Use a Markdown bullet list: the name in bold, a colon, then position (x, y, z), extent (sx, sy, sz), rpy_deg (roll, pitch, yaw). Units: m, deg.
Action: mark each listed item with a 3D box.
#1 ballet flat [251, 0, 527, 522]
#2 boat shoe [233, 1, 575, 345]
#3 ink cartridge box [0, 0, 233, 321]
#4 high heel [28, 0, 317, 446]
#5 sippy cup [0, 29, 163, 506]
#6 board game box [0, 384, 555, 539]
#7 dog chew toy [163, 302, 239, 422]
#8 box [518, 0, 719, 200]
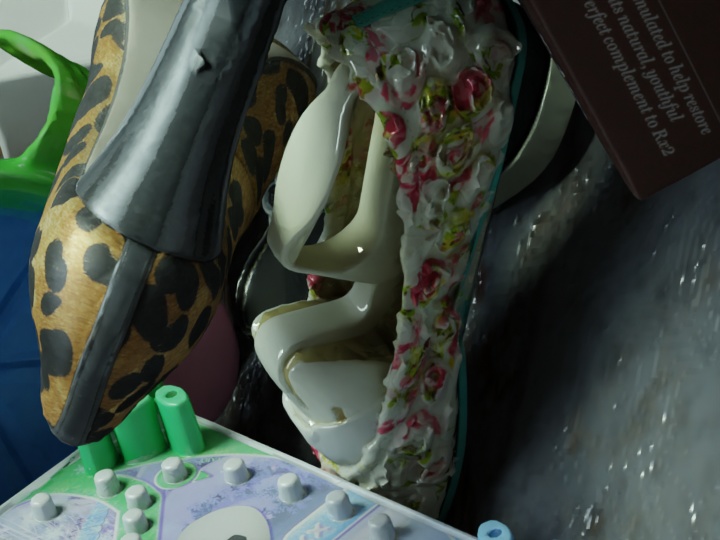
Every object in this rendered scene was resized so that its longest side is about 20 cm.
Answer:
- **ballet flat**: position (0.000, 0.000, 0.735), extent (0.076, 0.064, 0.201), rpy_deg (46, 138, 47)
- **boat shoe**: position (-0.002, -0.032, 0.834), extent (0.200, 0.067, 0.072), rpy_deg (134, 143, -52)
- **ink cartridge box**: position (-0.094, -0.036, 0.969), extent (0.117, 0.067, 0.201), rpy_deg (-101, 1, -47)
- **high heel**: position (-0.065, -0.013, 0.739), extent (0.200, 0.071, 0.143), rpy_deg (131, 160, -80)
- **sippy cup**: position (-0.150, 0.014, 0.826), extent (0.130, 0.177, 0.140), rpy_deg (34, 149, 55)
- **board game box**: position (-0.068, 0.109, 0.683), extent (0.199, 0.200, 0.026), rpy_deg (19, 135, 42)
- **dog chew toy**: position (-0.107, 0.081, 0.918), extent (0.201, 0.124, 0.125), rpy_deg (-64, 26, 19)
- **box**: position (0.059, -0.119, 0.695), extent (0.075, 0.100, 0.200), rpy_deg (-30, 34, 4)
